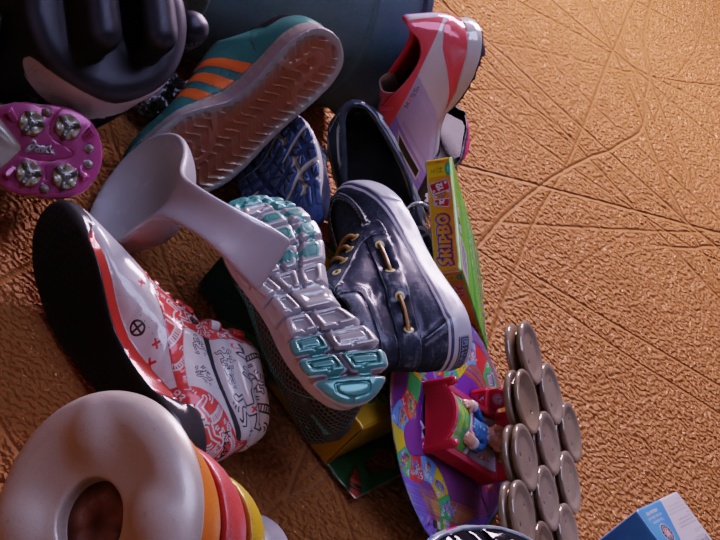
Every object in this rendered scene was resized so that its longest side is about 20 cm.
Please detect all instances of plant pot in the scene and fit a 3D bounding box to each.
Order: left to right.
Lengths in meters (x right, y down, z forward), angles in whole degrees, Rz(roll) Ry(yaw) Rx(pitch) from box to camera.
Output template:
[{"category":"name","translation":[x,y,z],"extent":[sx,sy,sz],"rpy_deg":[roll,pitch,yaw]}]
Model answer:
[{"category":"plant pot","translation":[-0.070,-0.244,1.346],"extent":[0.194,0.201,0.202],"rpy_deg":[8,46,-31]}]

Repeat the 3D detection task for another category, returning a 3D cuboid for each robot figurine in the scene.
[{"category":"robot figurine","translation":[-0.198,-0.166,1.087],"extent":[0.150,0.199,0.126],"rpy_deg":[38,64,-21]}]

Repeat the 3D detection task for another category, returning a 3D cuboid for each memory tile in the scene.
[{"category":"memory tile","translation":[0.137,0.152,1.181],"extent":[0.202,0.017,0.154],"rpy_deg":[-81,150,-42]}]

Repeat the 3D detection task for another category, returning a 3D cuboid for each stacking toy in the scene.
[{"category":"stacking toy","translation":[-0.102,0.162,0.914],"extent":[0.199,0.146,0.147],"rpy_deg":[29,31,-53]}]

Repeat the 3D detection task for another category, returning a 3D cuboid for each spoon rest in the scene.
[{"category":"spoon rest","translation":[-0.128,-0.043,1.059],"extent":[0.199,0.100,0.061],"rpy_deg":[22,-15,49]}]

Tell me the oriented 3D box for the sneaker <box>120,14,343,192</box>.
[{"category":"sneaker","translation":[-0.107,-0.127,1.201],"extent":[0.080,0.199,0.072],"rpy_deg":[38,-19,53]}]

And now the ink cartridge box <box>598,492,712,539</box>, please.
[{"category":"ink cartridge box","translation":[0.267,0.278,1.200],"extent":[0.201,0.068,0.116],"rpy_deg":[54,22,17]}]

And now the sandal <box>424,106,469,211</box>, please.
[{"category":"sandal","translation":[0.076,-0.126,1.491],"extent":[0.075,0.045,0.201],"rpy_deg":[36,33,-12]}]

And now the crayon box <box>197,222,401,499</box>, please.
[{"category":"crayon box","translation":[-0.017,0.063,1.166],"extent":[0.201,0.051,0.126],"rpy_deg":[53,33,13]}]

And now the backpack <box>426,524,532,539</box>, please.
[{"category":"backpack","translation":[0.078,0.262,0.946],"extent":[0.176,0.150,0.202],"rpy_deg":[5,56,-49]}]

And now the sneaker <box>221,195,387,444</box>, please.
[{"category":"sneaker","translation":[-0.052,0.035,1.073],"extent":[0.077,0.092,0.201],"rpy_deg":[-9,51,-23]}]

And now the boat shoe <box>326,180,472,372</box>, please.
[{"category":"boat shoe","translation":[0.000,0.000,1.138],"extent":[0.090,0.071,0.201],"rpy_deg":[-5,38,-27]}]

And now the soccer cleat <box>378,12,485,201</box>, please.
[{"category":"soccer cleat","translation":[0.037,-0.127,1.318],"extent":[0.072,0.202,0.068],"rpy_deg":[8,31,-25]}]

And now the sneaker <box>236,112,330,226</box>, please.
[{"category":"sneaker","translation":[-0.056,-0.089,1.251],"extent":[0.085,0.077,0.201],"rpy_deg":[35,15,-37]}]

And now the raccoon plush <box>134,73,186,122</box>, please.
[{"category":"raccoon plush","translation":[-0.166,-0.208,1.220],"extent":[0.198,0.134,0.097],"rpy_deg":[28,32,-16]}]

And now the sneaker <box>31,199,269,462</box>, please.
[{"category":"sneaker","translation":[-0.137,0.041,1.043],"extent":[0.107,0.067,0.203],"rpy_deg":[-9,63,-53]}]

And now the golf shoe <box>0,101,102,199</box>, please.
[{"category":"golf shoe","translation":[-0.275,-0.088,1.044],"extent":[0.198,0.076,0.091],"rpy_deg":[15,-5,-15]}]

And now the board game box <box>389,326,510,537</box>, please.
[{"category":"board game box","translation":[0.087,0.116,1.163],"extent":[0.200,0.039,0.160],"rpy_deg":[-46,118,-58]}]

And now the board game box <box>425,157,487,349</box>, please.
[{"category":"board game box","translation":[0.081,-0.004,1.262],"extent":[0.200,0.030,0.097],"rpy_deg":[60,25,-64]}]

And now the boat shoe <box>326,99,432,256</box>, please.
[{"category":"boat shoe","translation":[0.022,-0.041,1.257],"extent":[0.062,0.074,0.203],"rpy_deg":[103,-26,-83]}]
